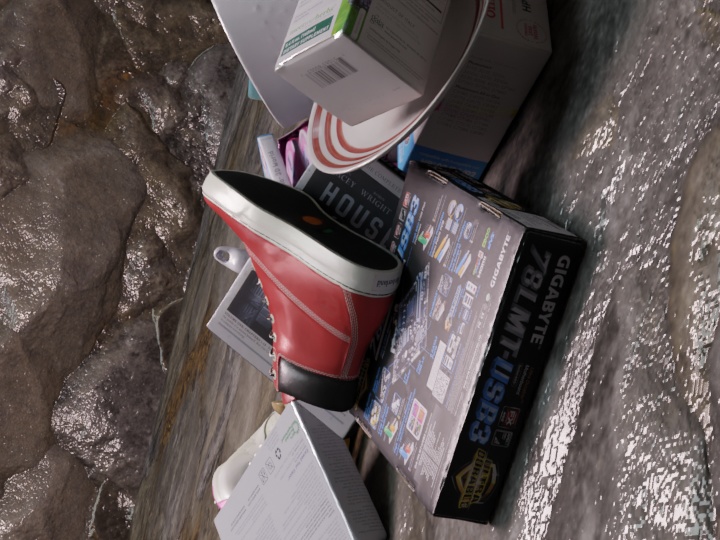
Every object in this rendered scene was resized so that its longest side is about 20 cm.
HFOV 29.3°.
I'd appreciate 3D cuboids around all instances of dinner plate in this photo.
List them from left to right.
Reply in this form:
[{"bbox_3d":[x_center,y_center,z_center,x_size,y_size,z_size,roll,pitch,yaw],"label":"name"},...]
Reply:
[{"bbox_3d":[0.032,-0.153,1.013,0.200,0.024,0.200,-39,34,33],"label":"dinner plate"}]

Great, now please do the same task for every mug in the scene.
[{"bbox_3d":[-0.033,-0.247,1.165,0.200,0.175,0.148,62,-175,-19],"label":"mug"}]

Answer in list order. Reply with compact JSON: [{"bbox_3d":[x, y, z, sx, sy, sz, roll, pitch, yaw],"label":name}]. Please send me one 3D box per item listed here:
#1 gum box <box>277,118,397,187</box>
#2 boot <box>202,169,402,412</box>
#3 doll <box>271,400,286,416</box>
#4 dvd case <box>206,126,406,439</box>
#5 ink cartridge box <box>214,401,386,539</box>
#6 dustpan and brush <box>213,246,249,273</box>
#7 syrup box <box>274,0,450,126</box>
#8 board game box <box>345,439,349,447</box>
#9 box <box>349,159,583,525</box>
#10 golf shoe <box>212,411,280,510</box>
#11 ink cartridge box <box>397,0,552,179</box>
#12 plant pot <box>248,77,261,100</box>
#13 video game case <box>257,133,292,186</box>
[{"bbox_3d":[-0.003,-0.108,1.287,0.200,0.113,0.066,178,84,-77],"label":"gum box"},{"bbox_3d":[-0.065,0.018,1.044,0.200,0.072,0.144,37,119,37],"label":"boot"},{"bbox_3d":[-0.056,0.222,1.278,0.136,0.048,0.200,170,101,-70],"label":"doll"},{"bbox_3d":[-0.014,0.010,1.083,0.200,0.150,0.025,-57,-15,18],"label":"dvd case"},{"bbox_3d":[-0.048,0.244,1.178,0.200,0.041,0.200,-57,45,40],"label":"ink cartridge box"},{"bbox_3d":[-0.031,0.019,1.139,0.057,0.200,0.140,-62,-11,-77],"label":"dustpan and brush"},{"bbox_3d":[0.016,-0.212,0.988,0.079,0.081,0.200,-17,48,47],"label":"syrup box"},{"bbox_3d":[-0.026,0.094,1.331,0.096,0.030,0.200,-171,88,-78],"label":"board game box"},{"bbox_3d":[0.061,0.041,0.951,0.199,0.050,0.200,-138,62,-66],"label":"box"},{"bbox_3d":[-0.091,0.185,1.389,0.092,0.075,0.200,-57,0,21],"label":"golf shoe"},{"bbox_3d":[0.093,-0.172,1.076,0.200,0.068,0.115,117,160,-46],"label":"ink cartridge box"},{"bbox_3d":[-0.022,-0.276,1.335,0.141,0.141,0.200,-61,-23,-54],"label":"plant pot"},{"bbox_3d":[-0.057,-0.014,1.279,0.200,0.018,0.143,-112,10,-46],"label":"video game case"}]
